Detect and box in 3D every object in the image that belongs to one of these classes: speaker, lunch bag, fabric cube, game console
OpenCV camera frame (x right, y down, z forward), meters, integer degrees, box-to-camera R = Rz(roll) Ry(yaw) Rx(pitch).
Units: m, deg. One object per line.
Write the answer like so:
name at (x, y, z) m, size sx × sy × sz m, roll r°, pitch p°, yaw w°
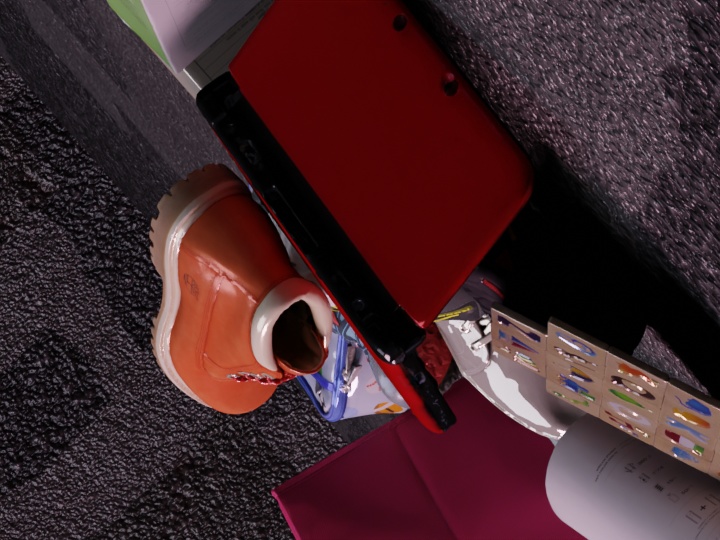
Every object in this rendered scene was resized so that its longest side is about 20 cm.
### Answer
speaker at (0.187, 0.145, 1.665) m, size 0.081 × 0.081 × 0.200 m, roll 53°, pitch 168°, yaw -33°
lunch bag at (-0.021, 0.008, 2.005) m, size 0.200 × 0.075 × 0.161 m, roll -127°, pitch 38°, yaw -54°
fabric cube at (0.088, 0.210, 2.029) m, size 0.200 × 0.200 × 0.196 m, roll 61°, pitch -177°, yaw 26°
game console at (0.015, -0.044, 1.546) m, size 0.200 × 0.119 × 0.172 m, roll 54°, pitch 179°, yaw 31°

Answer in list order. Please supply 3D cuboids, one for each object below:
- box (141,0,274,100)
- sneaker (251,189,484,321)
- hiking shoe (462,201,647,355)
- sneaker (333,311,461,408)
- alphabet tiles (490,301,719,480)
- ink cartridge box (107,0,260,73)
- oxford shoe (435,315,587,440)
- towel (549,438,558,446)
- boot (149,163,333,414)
box at (-0.086, -0.159, 1.734) m, size 0.200 × 0.095 × 0.078 m, roll 50°, pitch 175°, yaw 3°
sneaker at (0.000, 0.000, 1.728) m, size 0.084 × 0.075 × 0.200 m, roll 21°, pitch 178°, yaw -40°
hiking shoe at (0.071, -0.008, 1.613) m, size 0.200 × 0.076 × 0.101 m, roll 46°, pitch 167°, yaw 17°
sneaker at (0.005, 0.011, 1.852) m, size 0.079 × 0.096 × 0.200 m, roll 14°, pitch -134°, yaw -38°
alphabet tiles at (0.157, 0.074, 1.537) m, size 0.200 × 0.006 × 0.166 m, roll 27°, pitch 169°, yaw 10°
ink cartridge box at (-0.093, -0.190, 1.556) m, size 0.059 × 0.104 × 0.200 m, roll 46°, pitch 173°, yaw 16°
oxford shoe at (0.074, 0.020, 1.768) m, size 0.200 × 0.075 × 0.058 m, roll 53°, pitch -174°, yaw 4°
towel at (0.205, 0.167, 1.859) m, size 0.171 × 0.048 × 0.200 m, roll 54°, pitch 172°, yaw -28°
boot at (-0.061, 0.039, 1.649) m, size 0.107 × 0.075 × 0.200 m, roll 45°, pitch 160°, yaw 26°
